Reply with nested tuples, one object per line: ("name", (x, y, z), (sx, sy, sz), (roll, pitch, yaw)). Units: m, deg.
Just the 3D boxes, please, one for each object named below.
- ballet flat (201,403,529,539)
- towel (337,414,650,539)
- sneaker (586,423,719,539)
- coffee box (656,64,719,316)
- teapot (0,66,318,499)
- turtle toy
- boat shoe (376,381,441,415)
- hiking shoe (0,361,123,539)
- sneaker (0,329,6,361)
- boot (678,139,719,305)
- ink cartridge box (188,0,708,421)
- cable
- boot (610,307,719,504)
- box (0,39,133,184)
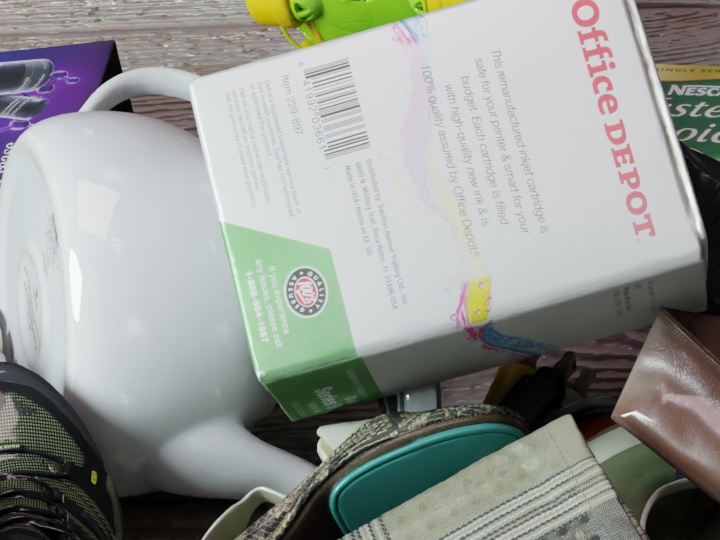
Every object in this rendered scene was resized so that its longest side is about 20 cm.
("ballet flat", (-0.021, 0.111, 1.119), (0.200, 0.068, 0.075), (-37, 39, -10))
("towel", (0.042, 0.171, 1.001), (0.199, 0.035, 0.193), (-30, 46, 2))
("sneaker", (0.090, 0.130, 1.087), (0.200, 0.067, 0.090), (-29, 32, -32))
("coffee box", (0.171, -0.045, 1.366), (0.122, 0.044, 0.200), (4, 35, 22))
("teapot", (-0.091, 0.011, 1.235), (0.145, 0.201, 0.197), (-4, 11, -20))
("turtle toy", (0.031, -0.150, 1.452), (0.145, 0.200, 0.102), (3, 62, 23))
("boat shoe", (0.000, 0.000, 1.210), (0.056, 0.069, 0.201), (-11, 58, -1))
("hiking shoe", (-0.135, 0.118, 1.075), (0.075, 0.101, 0.201), (-14, 64, -7))
("sneaker", (-0.205, 0.072, 1.225), (0.086, 0.075, 0.200), (-2, 22, -22))
("boot", (0.194, -0.016, 1.212), (0.198, 0.074, 0.162), (26, 13, 35))
("ink cartridge box", (0.041, -0.033, 1.123), (0.199, 0.088, 0.146), (-16, 71, 5))
("cable", (0.061, 0.109, 1.177), (0.097, 0.050, 0.200), (26, 58, 31))
("boot", (0.161, 0.106, 1.043), (0.186, 0.064, 0.200), (-23, 58, -42))
("box", (-0.213, -0.047, 1.452), (0.140, 0.079, 0.200), (-8, 32, 9))
